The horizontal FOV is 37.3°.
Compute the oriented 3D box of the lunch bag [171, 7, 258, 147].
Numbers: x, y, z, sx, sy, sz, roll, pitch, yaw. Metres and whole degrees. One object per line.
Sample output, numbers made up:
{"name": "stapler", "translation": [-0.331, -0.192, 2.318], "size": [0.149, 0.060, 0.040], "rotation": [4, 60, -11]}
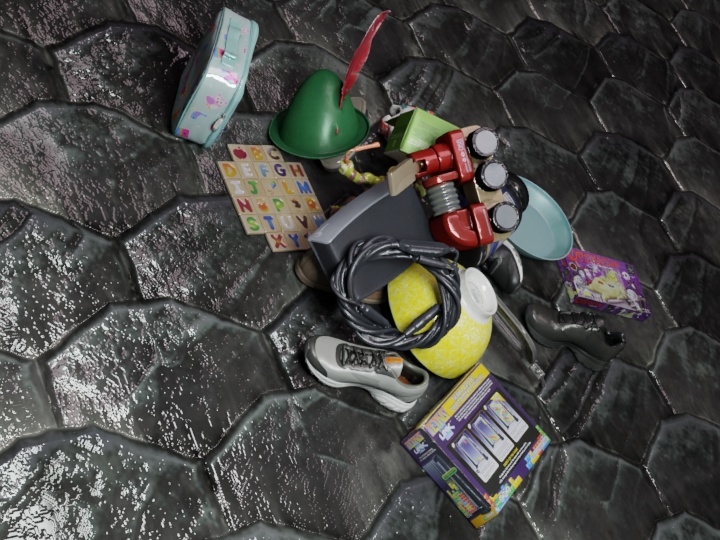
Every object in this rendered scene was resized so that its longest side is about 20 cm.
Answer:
{"name": "lunch bag", "translation": [-0.218, -0.294, 1.621], "size": [0.077, 0.160, 0.201], "rotation": [24, 43, -22]}

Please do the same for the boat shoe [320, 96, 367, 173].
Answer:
{"name": "boat shoe", "translation": [-0.022, -0.215, 1.794], "size": [0.072, 0.063, 0.201], "rotation": [-1, 40, 13]}

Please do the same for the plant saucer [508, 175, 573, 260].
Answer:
{"name": "plant saucer", "translation": [0.306, -0.092, 1.989], "size": [0.199, 0.036, 0.201], "rotation": [20, 45, -21]}

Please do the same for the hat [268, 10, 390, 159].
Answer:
{"name": "hat", "translation": [-0.061, -0.304, 1.705], "size": [0.164, 0.177, 0.201], "rotation": [12, 41, 12]}

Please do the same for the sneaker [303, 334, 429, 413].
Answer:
{"name": "sneaker", "translation": [0.009, 0.134, 1.519], "size": [0.199, 0.079, 0.074], "rotation": [23, 47, -22]}

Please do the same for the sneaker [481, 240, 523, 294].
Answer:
{"name": "sneaker", "translation": [0.206, -0.039, 1.853], "size": [0.087, 0.076, 0.201], "rotation": [-9, 58, -28]}

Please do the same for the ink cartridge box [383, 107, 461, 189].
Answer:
{"name": "ink cartridge box", "translation": [0.114, -0.194, 1.758], "size": [0.147, 0.200, 0.076], "rotation": [24, 86, -14]}

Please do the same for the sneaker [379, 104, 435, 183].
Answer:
{"name": "sneaker", "translation": [0.072, -0.225, 1.897], "size": [0.093, 0.071, 0.201], "rotation": [19, 46, -3]}

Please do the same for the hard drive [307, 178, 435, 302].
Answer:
{"name": "hard drive", "translation": [0.025, -0.046, 1.580], "size": [0.200, 0.042, 0.136], "rotation": [-38, 110, -32]}

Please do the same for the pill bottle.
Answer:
{"name": "pill bottle", "translation": [0.199, -0.087, 1.764], "size": [0.112, 0.112, 0.200], "rotation": [47, 44, 3]}

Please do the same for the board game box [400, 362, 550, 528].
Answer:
{"name": "board game box", "translation": [0.173, 0.253, 1.575], "size": [0.165, 0.057, 0.200], "rotation": [47, 40, 5]}

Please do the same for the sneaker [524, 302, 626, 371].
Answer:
{"name": "sneaker", "translation": [0.373, 0.098, 1.849], "size": [0.199, 0.091, 0.076], "rotation": [24, 46, -22]}

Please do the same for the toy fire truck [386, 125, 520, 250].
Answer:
{"name": "toy fire truck", "translation": [0.122, -0.112, 1.577], "size": [0.198, 0.129, 0.178], "rotation": [-15, 89, -18]}

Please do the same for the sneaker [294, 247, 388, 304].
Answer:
{"name": "sneaker", "translation": [0.000, 0.000, 1.625], "size": [0.199, 0.076, 0.071], "rotation": [7, 53, -36]}

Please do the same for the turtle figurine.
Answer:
{"name": "turtle figurine", "translation": [0.035, -0.114, 1.683], "size": [0.199, 0.161, 0.065], "rotation": [14, 48, -31]}

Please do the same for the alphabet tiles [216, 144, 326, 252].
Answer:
{"name": "alphabet tiles", "translation": [-0.133, -0.115, 1.662], "size": [0.166, 0.006, 0.201], "rotation": [-4, 60, -42]}

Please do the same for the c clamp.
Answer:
{"name": "c clamp", "translation": [0.234, 0.094, 1.731], "size": [0.027, 0.171, 0.200], "rotation": [-34, 70, -5]}

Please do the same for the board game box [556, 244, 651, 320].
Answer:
{"name": "board game box", "translation": [0.463, 0.025, 2.039], "size": [0.199, 0.032, 0.121], "rotation": [13, 45, -33]}

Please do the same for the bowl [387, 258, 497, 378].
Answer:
{"name": "bowl", "translation": [0.145, 0.055, 1.643], "size": [0.200, 0.107, 0.201], "rotation": [35, 39, -35]}

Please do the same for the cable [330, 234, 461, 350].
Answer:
{"name": "cable", "translation": [0.049, 0.034, 1.535], "size": [0.198, 0.165, 0.051], "rotation": [3, 12, -18]}
